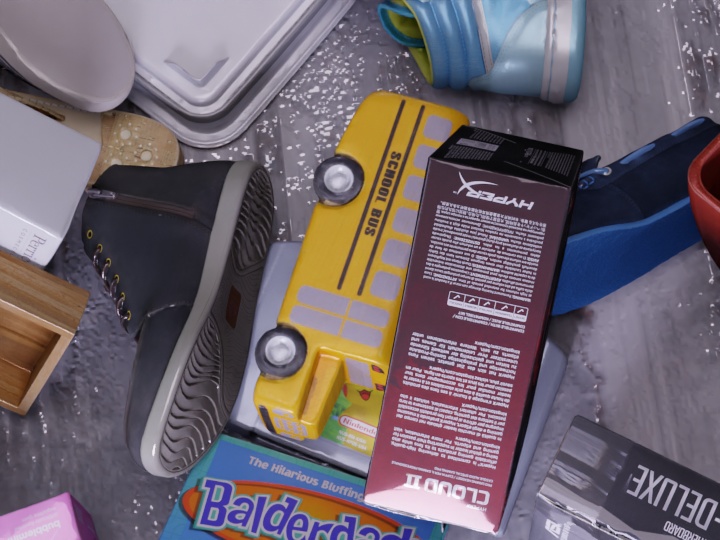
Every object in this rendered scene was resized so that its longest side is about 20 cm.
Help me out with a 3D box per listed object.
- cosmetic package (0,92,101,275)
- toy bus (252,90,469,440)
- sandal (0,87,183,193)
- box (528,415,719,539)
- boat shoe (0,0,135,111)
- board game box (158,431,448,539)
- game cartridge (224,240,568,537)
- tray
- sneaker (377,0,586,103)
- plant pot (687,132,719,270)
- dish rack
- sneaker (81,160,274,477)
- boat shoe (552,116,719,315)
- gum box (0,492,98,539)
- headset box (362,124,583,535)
[{"bbox_3d":[-0.265,-0.062,1.032,0.199,0.113,0.082,27,50,-10],"label":"cosmetic package"},{"bbox_3d":[0.000,0.000,1.024,0.077,0.065,0.202,15,72,8],"label":"toy bus"},{"bbox_3d":[-0.218,-0.088,1.103,0.209,0.070,0.078,5,71,6],"label":"sandal"},{"bbox_3d":[0.165,0.158,0.919,0.157,0.200,0.050,25,70,12],"label":"box"},{"bbox_3d":[-0.230,-0.160,1.128,0.200,0.093,0.075,41,63,2],"label":"boat shoe"},{"bbox_3d":[-0.048,0.194,0.960,0.150,0.045,0.201,16,46,7],"label":"board game box"},{"bbox_3d":[0.015,0.061,1.053,0.198,0.041,0.134,20,70,11],"label":"game cartridge"},{"bbox_3d":[-0.265,0.007,1.020,0.198,0.099,0.037,26,48,-13],"label":"tray"},{"bbox_3d":[0.075,-0.203,1.118,0.129,0.080,0.202,-1,70,3],"label":"sneaker"},{"bbox_3d":[0.308,-0.023,0.985,0.200,0.177,0.200,42,78,16],"label":"plant pot"},{"bbox_3d":[-0.117,-0.195,1.148,0.199,0.044,0.172,37,78,16],"label":"dish rack"},{"bbox_3d":[-0.123,0.026,1.036,0.105,0.075,0.202,3,58,20],"label":"sneaker"},{"bbox_3d":[0.147,-0.031,1.062,0.198,0.085,0.069,-20,55,-22],"label":"boat shoe"},{"bbox_3d":[-0.235,0.218,0.999,0.198,0.066,0.114,-20,70,-3],"label":"gum box"},{"bbox_3d":[0.060,0.035,0.932,0.074,0.149,0.202,12,102,7],"label":"headset box"}]
